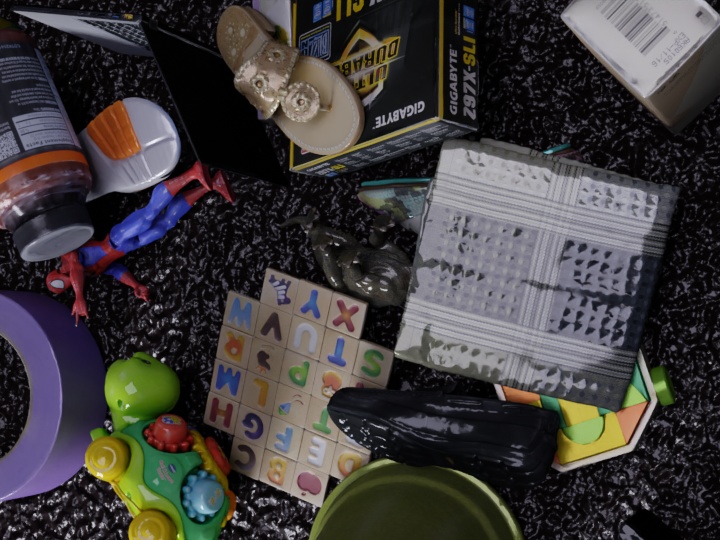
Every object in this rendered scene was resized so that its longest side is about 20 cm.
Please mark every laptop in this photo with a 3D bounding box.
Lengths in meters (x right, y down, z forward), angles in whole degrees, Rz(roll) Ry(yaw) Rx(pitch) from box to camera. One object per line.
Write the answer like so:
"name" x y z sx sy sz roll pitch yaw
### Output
"laptop" -0.179 -0.151 1.191 0.199 0.187 0.117 9 90 20

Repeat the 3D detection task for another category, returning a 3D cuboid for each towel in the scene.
"towel" 0.138 0.001 1.101 0.199 0.035 0.194 14 95 8

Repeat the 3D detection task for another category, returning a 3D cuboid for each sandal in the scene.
"sandal" -0.084 -0.164 1.154 0.212 0.069 0.078 47 123 39
"sandal" -0.225 -0.109 1.273 0.206 0.059 0.080 -15 89 43

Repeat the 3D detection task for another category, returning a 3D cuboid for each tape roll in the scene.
"tape roll" -0.348 0.119 1.295 0.199 0.085 0.201 -1 86 20

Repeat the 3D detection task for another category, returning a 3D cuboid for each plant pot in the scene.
"plant pot" 0.025 0.263 1.090 0.199 0.184 0.202 1 93 16

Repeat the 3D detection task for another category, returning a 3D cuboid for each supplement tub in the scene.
"supplement tub" -0.312 -0.112 1.239 0.107 0.107 0.201 -28 78 16

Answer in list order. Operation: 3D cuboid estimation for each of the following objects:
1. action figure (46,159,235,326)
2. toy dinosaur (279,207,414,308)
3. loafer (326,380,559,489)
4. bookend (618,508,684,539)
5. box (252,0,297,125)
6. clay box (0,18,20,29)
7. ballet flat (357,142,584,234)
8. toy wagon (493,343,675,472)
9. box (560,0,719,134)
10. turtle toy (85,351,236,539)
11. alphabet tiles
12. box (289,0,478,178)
"action figure" -0.206 -0.012 1.256 0.199 0.065 0.099 -27 65 17
"toy dinosaur" 0.000 0.000 1.174 0.199 0.102 0.077 6 50 36
"loafer" 0.068 0.126 1.125 0.200 0.068 0.071 10 57 25
"bookend" 0.237 0.333 1.070 0.199 0.092 0.200 38 101 19
"box" -0.073 -0.234 1.235 0.038 0.041 0.201 -4 85 20
"clay box" -0.396 -0.143 1.344 0.114 0.048 0.201 -1 88 18
"ballet flat" 0.095 -0.057 1.156 0.199 0.069 0.072 -10 91 16
"toy wagon" 0.166 0.063 1.135 0.155 0.040 0.201 -20 81 18
"box" 0.227 -0.173 1.039 0.078 0.200 0.095 -46 74 12
"turtle toy" -0.178 0.170 1.213 0.101 0.146 0.200 -31 76 -5
"alphabet tiles" -0.057 0.105 1.202 0.166 0.006 0.201 20 111 19
"box" 0.017 -0.176 1.138 0.200 0.049 0.161 -12 71 51
